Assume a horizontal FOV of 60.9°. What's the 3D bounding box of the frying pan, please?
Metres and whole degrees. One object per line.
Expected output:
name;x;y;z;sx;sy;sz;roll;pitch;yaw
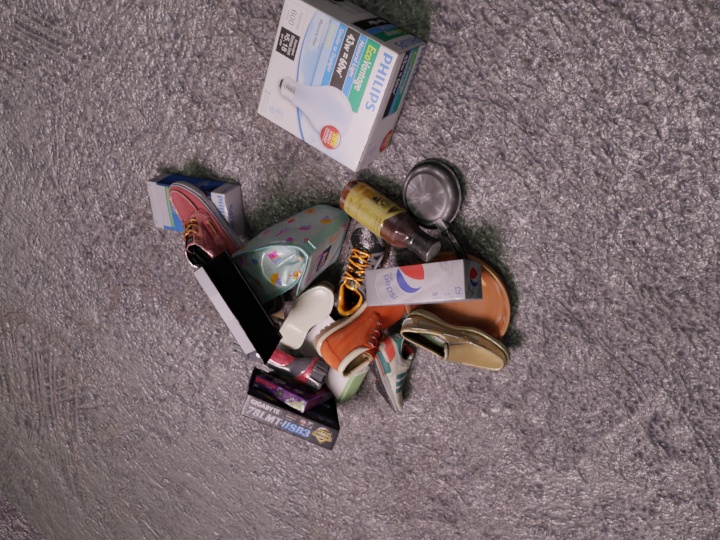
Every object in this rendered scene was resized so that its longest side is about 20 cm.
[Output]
frying pan;0.121;-0.088;1.037;0.113;0.031;0.195;-2;100;37

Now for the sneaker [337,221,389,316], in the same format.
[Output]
sneaker;0.000;0.000;1.139;0.077;0.077;0.204;19;121;20

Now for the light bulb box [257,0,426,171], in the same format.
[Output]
light bulb box;-0.032;-0.301;0.967;0.197;0.125;0.201;31;125;11

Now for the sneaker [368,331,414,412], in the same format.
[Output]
sneaker;0.073;0.200;1.208;0.070;0.092;0.202;46;163;44

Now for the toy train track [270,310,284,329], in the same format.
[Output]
toy train track;-0.189;0.035;1.285;0.113;0.032;0.205;13;116;46

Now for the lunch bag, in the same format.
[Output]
lunch bag;-0.122;-0.033;1.127;0.197;0.170;0.124;-21;104;37

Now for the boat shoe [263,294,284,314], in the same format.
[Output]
boat shoe;-0.229;0.063;1.267;0.197;0.062;0.075;1;107;48

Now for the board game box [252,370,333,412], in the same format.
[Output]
board game box;-0.130;0.241;1.269;0.118;0.200;0.033;28;94;14

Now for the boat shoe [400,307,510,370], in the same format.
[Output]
boat shoe;0.162;0.137;1.079;0.196;0.076;0.073;18;123;18

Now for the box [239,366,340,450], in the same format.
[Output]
box;-0.142;0.278;1.259;0.196;0.199;0.051;23;95;-7

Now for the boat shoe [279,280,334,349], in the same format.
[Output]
boat shoe;-0.104;0.078;1.212;0.071;0.061;0.202;32;132;-7

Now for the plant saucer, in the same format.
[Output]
plant saucer;0.174;0.055;1.100;0.196;0.037;0.205;13;121;21

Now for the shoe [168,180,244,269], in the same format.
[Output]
shoe;-0.314;-0.080;1.181;0.201;0.091;0.071;49;127;-5

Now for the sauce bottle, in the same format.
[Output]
sauce bottle;0.051;-0.083;1.046;0.198;0.065;0.067;36;128;25

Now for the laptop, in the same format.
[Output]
laptop;-0.234;0.076;1.077;0.198;0.116;0.190;-25;100;44

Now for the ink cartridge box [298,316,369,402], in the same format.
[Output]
ink cartridge box;-0.064;0.151;1.274;0.200;0.047;0.147;48;131;28

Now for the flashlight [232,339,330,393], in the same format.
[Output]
flashlight;-0.158;0.173;1.234;0.197;0.068;0.068;28;148;2

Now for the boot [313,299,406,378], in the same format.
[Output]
boot;0.020;0.117;1.121;0.107;0.198;0.076;42;163;49

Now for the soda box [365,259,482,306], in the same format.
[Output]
soda box;0.104;0.023;1.036;0.196;0.068;0.065;-6;84;38

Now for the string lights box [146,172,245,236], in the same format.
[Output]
string lights box;-0.338;-0.131;1.260;0.195;0.059;0.105;12;120;22
